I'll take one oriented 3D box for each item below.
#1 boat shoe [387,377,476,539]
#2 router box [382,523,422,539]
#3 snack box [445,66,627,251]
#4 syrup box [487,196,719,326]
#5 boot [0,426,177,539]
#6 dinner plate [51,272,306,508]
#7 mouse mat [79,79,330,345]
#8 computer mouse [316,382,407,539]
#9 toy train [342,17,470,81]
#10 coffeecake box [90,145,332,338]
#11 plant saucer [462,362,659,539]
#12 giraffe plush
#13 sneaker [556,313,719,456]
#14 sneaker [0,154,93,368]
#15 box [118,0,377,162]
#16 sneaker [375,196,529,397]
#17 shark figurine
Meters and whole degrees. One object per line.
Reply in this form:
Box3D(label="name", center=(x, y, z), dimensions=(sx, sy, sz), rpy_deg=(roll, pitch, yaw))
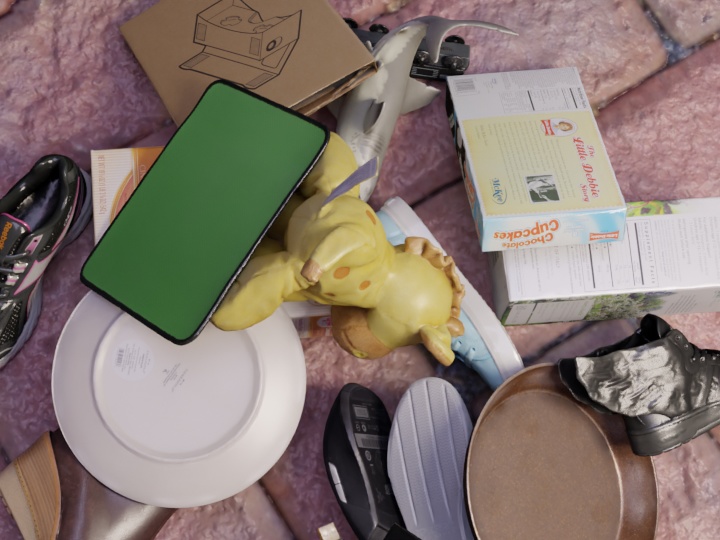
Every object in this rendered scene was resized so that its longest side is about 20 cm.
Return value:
Box3D(label="boat shoe", center=(0.069, 0.186, 1.387), dimensions=(0.072, 0.071, 0.201), rpy_deg=(-10, 80, 21))
Box3D(label="router box", center=(0.063, 0.300, 1.295), dimensions=(0.200, 0.051, 0.149), rpy_deg=(37, 83, -29))
Box3D(label="snack box", center=(0.141, -0.095, 1.434), dimensions=(0.116, 0.037, 0.200), rpy_deg=(-4, 41, -4))
Box3D(label="syrup box", center=(0.211, -0.007, 1.442), dimensions=(0.199, 0.079, 0.082), rpy_deg=(-5, 74, -4))
Box3D(label="boot", center=(-0.177, 0.197, 1.367), dimensions=(0.166, 0.072, 0.200), rpy_deg=(-29, 73, -8))
Box3D(label="dinner plate", center=(-0.142, 0.084, 1.360), dimensions=(0.199, 0.024, 0.201), rpy_deg=(0, 80, -3))
Box3D(label="mouse mat", center=(-0.122, -0.049, 1.342), dimensions=(0.161, 0.008, 0.200), rpy_deg=(28, 81, 44))
Box3D(label="computer mouse", center=(-0.007, 0.188, 1.358), dimensions=(0.046, 0.140, 0.201), rpy_deg=(-24, 76, 27))
Box3D(label="toy train", center=(-0.005, -0.192, 1.505), dimensions=(0.199, 0.046, 0.034), rpy_deg=(9, 57, -1))
Box3D(label="coffeecake box", center=(-0.116, -0.022, 1.434), dimensions=(0.199, 0.073, 0.154), rpy_deg=(-4, 74, -4))
Box3D(label="plant saucer", center=(0.153, 0.173, 1.371), dimensions=(0.200, 0.034, 0.201), rpy_deg=(9, 74, -34))
Box3D(label="giraffe plush", center=(0.000, 0.000, 1.331), dimensions=(0.162, 0.200, 0.173), rpy_deg=(38, 57, -28))
Box3D(label="sneaker", center=(0.259, 0.077, 1.402), dimensions=(0.199, 0.060, 0.105), rpy_deg=(-25, 99, -21))
Box3D(label="sneaker", center=(-0.288, -0.014, 1.417), dimensions=(0.080, 0.086, 0.200), rpy_deg=(22, 75, 6))
Box3D(label="box", center=(-0.097, -0.185, 1.453), dimensions=(0.163, 0.021, 0.200), rpy_deg=(-31, 49, -3))
Box3D(label="sneaker", center=(0.058, 0.038, 1.432), dimensions=(0.082, 0.074, 0.200), rpy_deg=(-36, 70, -3))
Box3D(label="shark figurine", center=(0.042, -0.159, 1.451), dimensions=(0.089, 0.215, 0.128), rpy_deg=(5, 48, -32))
